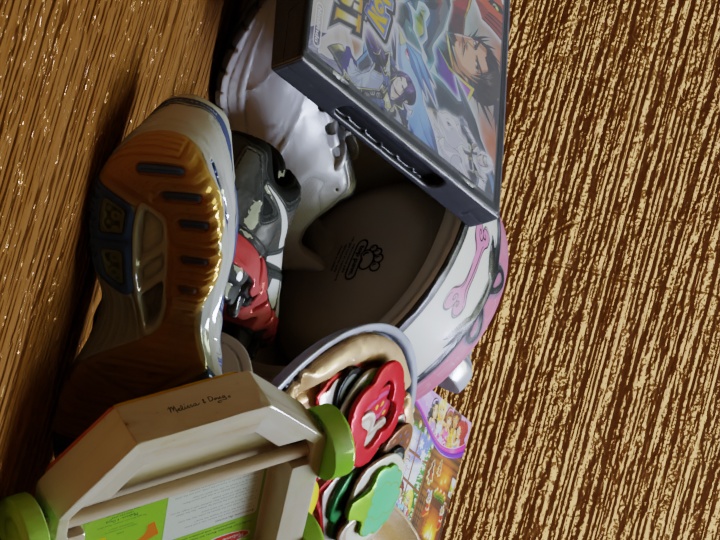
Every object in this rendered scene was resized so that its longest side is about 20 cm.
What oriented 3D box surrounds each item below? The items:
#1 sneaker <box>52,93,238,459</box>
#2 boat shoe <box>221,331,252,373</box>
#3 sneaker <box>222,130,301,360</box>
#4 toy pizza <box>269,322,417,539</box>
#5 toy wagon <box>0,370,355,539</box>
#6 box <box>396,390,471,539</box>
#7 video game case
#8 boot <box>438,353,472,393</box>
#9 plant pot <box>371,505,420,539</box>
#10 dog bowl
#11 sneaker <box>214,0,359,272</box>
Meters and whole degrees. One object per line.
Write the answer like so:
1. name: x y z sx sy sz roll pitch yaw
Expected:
1. sneaker: -0.084 0.019 1.042 0.088 0.075 0.201 -71 176 -61
2. boat shoe: -0.109 0.124 1.148 0.063 0.072 0.201 80 33 -72
3. sneaker: -0.068 -0.015 1.214 0.201 0.070 0.099 90 18 -75
4. toy pizza: -0.025 0.121 1.257 0.200 0.032 0.201 -42 149 -32
5. toy wagon: -0.087 0.129 1.025 0.040 0.154 0.201 54 -35 35
6. box: 0.003 0.130 1.503 0.200 0.039 0.138 40 62 -59
7. video game case: 0.022 -0.151 1.277 0.180 0.025 0.201 36 48 -44
8. boot: 0.016 -0.014 1.496 0.096 0.200 0.074 -47 156 -10
9. plant pot: -0.004 0.237 1.421 0.200 0.027 0.202 11 77 -62
10. dog bowl: 0.000 0.000 1.383 0.074 0.199 0.201 44 51 -39
11. sneaker: -0.038 -0.084 1.302 0.075 0.086 0.201 -68 172 -49
